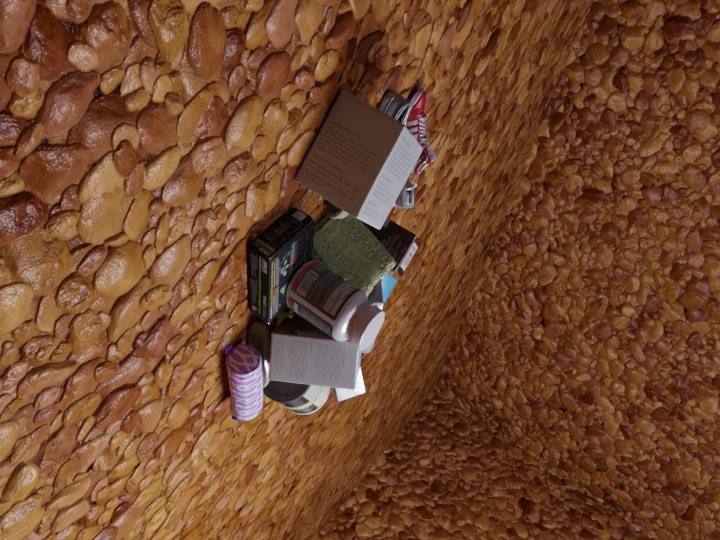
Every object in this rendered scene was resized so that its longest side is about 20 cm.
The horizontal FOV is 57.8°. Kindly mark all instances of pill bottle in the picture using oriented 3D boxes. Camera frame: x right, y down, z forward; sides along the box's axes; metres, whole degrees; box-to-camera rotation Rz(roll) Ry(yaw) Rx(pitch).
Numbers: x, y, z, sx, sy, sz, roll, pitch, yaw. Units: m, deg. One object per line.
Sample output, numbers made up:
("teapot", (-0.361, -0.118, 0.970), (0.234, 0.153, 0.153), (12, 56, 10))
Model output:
("pill bottle", (-0.053, 0.076, 1.383), (0.116, 0.197, 0.117), (-48, 158, -26))

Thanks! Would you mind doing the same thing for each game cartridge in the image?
("game cartridge", (0.020, 0.102, 1.577), (0.203, 0.039, 0.136), (103, -16, -47))

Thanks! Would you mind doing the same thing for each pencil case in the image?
("pencil case", (-0.262, 0.254, 1.471), (0.084, 0.085, 0.203), (-38, 152, -37))

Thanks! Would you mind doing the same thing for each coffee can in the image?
("coffee can", (-0.164, 0.276, 1.656), (0.148, 0.144, 0.201), (-55, 160, -12))

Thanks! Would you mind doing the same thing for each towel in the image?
("towel", (-0.025, -0.042, 1.498), (0.149, 0.200, 0.037), (-45, 178, -20))

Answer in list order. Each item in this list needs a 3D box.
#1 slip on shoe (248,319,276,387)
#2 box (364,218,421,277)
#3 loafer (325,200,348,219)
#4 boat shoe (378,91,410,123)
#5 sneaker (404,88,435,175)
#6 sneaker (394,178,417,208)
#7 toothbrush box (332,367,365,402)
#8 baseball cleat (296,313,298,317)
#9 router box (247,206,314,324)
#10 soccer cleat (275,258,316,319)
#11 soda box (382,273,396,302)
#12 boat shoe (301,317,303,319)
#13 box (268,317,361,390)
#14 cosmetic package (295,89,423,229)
("slip on shoe", (-0.225, 0.192, 1.505), (0.061, 0.073, 0.204), (-41, 148, -48))
("box", (0.040, -0.082, 1.588), (0.102, 0.197, 0.075), (-57, 159, -3))
("loafer", (0.003, -0.189, 1.482), (0.200, 0.076, 0.068), (-46, 144, 3))
("boat shoe", (0.058, -0.307, 1.510), (0.070, 0.070, 0.205), (-17, 134, -62))
("sneaker", (0.151, -0.341, 1.636), (0.071, 0.111, 0.204), (-26, 141, -58))
("sneaker", (0.066, -0.166, 1.666), (0.075, 0.113, 0.204), (-13, 130, -63))
("toothbrush box", (-0.055, 0.217, 1.712), (0.083, 0.201, 0.150), (-14, 120, -6))
("baseball cleat", (-0.082, 0.070, 1.597), (0.197, 0.069, 0.110), (9, 94, -50))
("router box", (-0.168, -0.009, 1.371), (0.150, 0.061, 0.203), (-46, 156, -39))
("soccer cleat", (-0.138, 0.042, 1.525), (0.201, 0.067, 0.081), (-52, 172, -25))
("soda box", (0.000, 0.000, 1.631), (0.199, 0.064, 0.069), (37, 79, -36))
("boat shoe", (-0.108, 0.095, 1.663), (0.071, 0.064, 0.204), (25, 90, -38))
("box", (-0.096, 0.184, 1.476), (0.152, 0.194, 0.110), (-68, 164, -80))
("cosmetic package", (0.002, -0.222, 1.347), (0.203, 0.164, 0.167), (-60, 161, 4))
